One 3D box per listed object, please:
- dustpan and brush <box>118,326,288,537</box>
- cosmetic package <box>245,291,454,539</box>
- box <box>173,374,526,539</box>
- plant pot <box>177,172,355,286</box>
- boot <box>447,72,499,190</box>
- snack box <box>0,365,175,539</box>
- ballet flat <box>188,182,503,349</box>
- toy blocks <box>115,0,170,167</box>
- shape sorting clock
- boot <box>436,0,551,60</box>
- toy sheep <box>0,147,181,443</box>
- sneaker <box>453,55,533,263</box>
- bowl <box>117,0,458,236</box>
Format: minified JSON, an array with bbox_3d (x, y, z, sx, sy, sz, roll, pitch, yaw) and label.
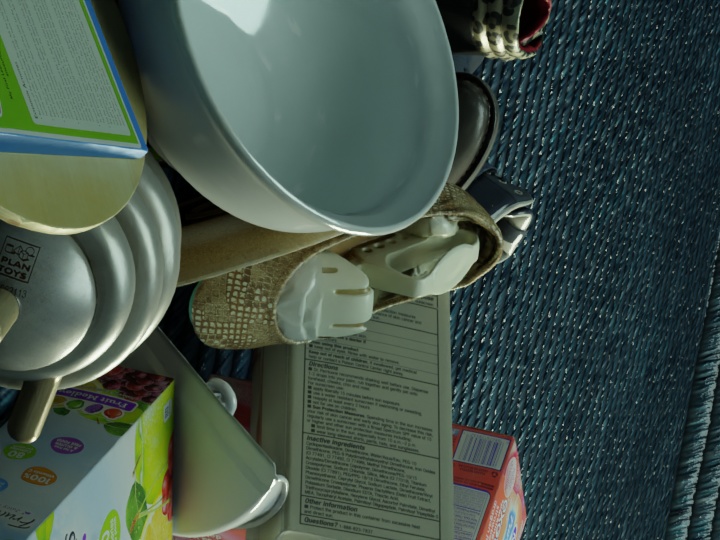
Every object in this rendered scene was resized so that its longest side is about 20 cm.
[{"bbox_3d":[-0.105,0.109,1.332,0.057,0.140,0.200,-25,156,-43],"label":"dustpan and brush"},{"bbox_3d":[-0.007,0.090,1.370,0.087,0.103,0.201,118,-21,-50],"label":"cosmetic package"},{"bbox_3d":[-0.010,0.146,1.462,0.095,0.199,0.103,78,27,-52],"label":"box"},{"bbox_3d":[-0.057,-0.028,1.255,0.200,0.199,0.028,-36,109,-66],"label":"plant pot"},{"bbox_3d":[-0.011,-0.053,1.439,0.200,0.069,0.174,-39,168,7],"label":"boot"},{"bbox_3d":[-0.160,0.164,1.216,0.200,0.067,0.169,-49,146,-57],"label":"snack box"},{"bbox_3d":[0.000,0.000,1.330,0.200,0.065,0.071,-24,126,-34],"label":"ballet flat"},{"bbox_3d":[-0.088,-0.123,1.268,0.200,0.099,0.137,-2,91,-72],"label":"toy blocks"},{"bbox_3d":[-0.156,-0.106,0.989,0.200,0.039,0.200,48,27,-35],"label":"shape sorting clock"},{"bbox_3d":[0.050,-0.168,1.552,0.203,0.153,0.074,-14,113,-73],"label":"boot"},{"bbox_3d":[-0.143,-0.006,1.074,0.200,0.137,0.139,-87,180,-67],"label":"toy sheep"},{"bbox_3d":[0.065,-0.079,1.611,0.202,0.146,0.077,-45,164,-42],"label":"sneaker"},{"bbox_3d":[-0.049,-0.099,1.141,0.201,0.090,0.202,28,52,-42],"label":"bowl"}]
